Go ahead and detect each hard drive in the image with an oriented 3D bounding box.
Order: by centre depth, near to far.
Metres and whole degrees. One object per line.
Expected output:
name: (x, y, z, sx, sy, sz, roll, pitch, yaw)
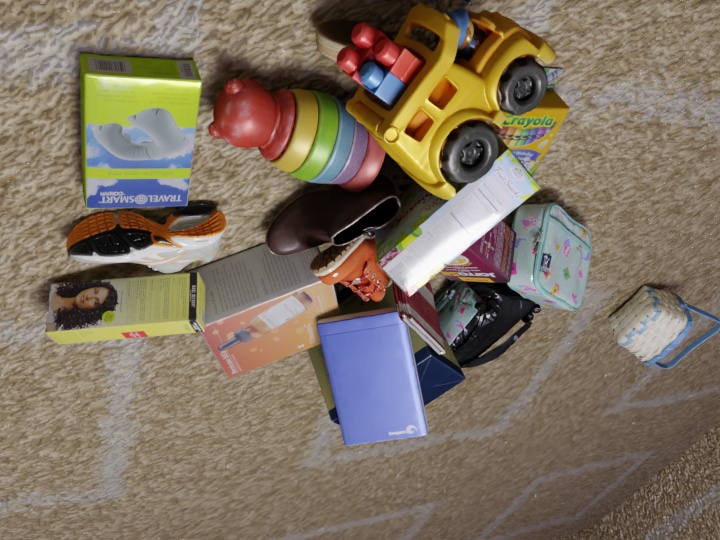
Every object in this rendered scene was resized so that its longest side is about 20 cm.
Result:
hard drive: (0.020, 0.160, 1.009, 0.131, 0.025, 0.202, -10, 105, 9)

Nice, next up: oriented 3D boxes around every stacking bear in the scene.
stacking bear: (-0.077, -0.167, 0.799, 0.198, 0.114, 0.122, 11, 131, -32)

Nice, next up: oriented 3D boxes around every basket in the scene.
basket: (0.688, 0.132, 1.537, 0.199, 0.140, 0.177, 30, 123, -12)

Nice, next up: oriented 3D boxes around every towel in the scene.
towel: (0.077, 0.014, 1.023, 0.023, 0.202, 0.144, -22, 145, 19)

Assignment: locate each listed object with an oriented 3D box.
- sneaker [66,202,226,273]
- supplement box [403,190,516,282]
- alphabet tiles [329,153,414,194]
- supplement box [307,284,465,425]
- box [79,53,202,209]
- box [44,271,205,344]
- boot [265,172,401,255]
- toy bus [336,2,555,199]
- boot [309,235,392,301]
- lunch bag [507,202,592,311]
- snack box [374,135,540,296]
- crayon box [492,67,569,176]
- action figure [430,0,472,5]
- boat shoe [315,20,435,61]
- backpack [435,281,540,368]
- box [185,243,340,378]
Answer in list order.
sneaker: (-0.275, -0.026, 0.884, 0.198, 0.076, 0.092, -7, 144, -20)
supplement box: (0.150, -0.049, 1.024, 0.109, 0.087, 0.200, 2, 165, 32)
alphabet tiles: (0.070, -0.162, 0.920, 0.166, 0.008, 0.200, 0, 152, -29)
supplement box: (0.032, 0.134, 1.137, 0.199, 0.201, 0.134, -36, 142, 15)
box: (-0.254, -0.144, 0.773, 0.121, 0.048, 0.201, -4, 138, -25)
box: (-0.312, 0.051, 0.908, 0.198, 0.076, 0.050, -5, 154, -3)
boot: (-0.043, -0.063, 0.880, 0.199, 0.167, 0.073, -29, 107, 6)
toy bus: (0.076, -0.210, 0.717, 0.191, 0.136, 0.201, 31, 102, -38)
boot: (0.000, 0.000, 0.955, 0.075, 0.108, 0.200, -24, -176, 24)
lunch bag: (0.328, -0.025, 1.162, 0.199, 0.077, 0.162, 25, 77, -47)
snack box: (0.109, -0.082, 0.844, 0.200, 0.169, 0.068, -42, 107, 16)
crayon box: (0.211, -0.191, 0.972, 0.125, 0.052, 0.201, -5, 138, -24)
action figure: (0.060, -0.330, 0.671, 0.198, 0.120, 0.102, 2, 141, -23)
boat shoe: (0.029, -0.237, 0.797, 0.198, 0.072, 0.065, 5, 134, -35)
backpack: (0.206, 0.090, 1.244, 0.166, 0.127, 0.200, 15, 126, -38)
box: (-0.139, 0.052, 1.022, 0.198, 0.107, 0.153, -21, 143, -5)
